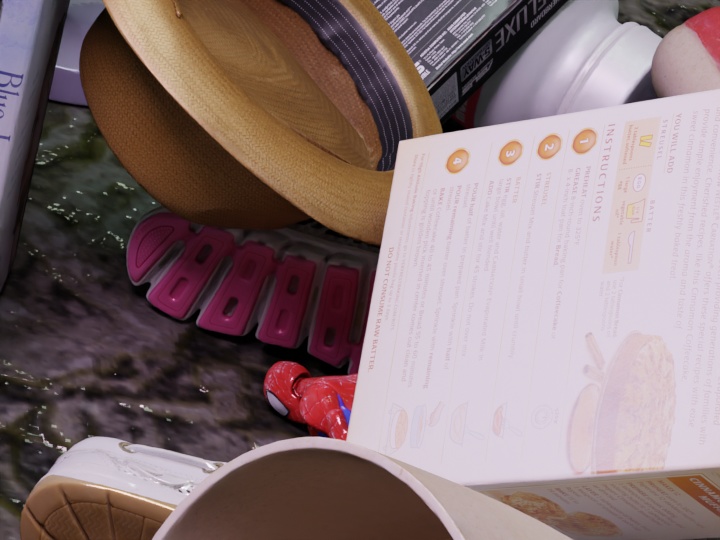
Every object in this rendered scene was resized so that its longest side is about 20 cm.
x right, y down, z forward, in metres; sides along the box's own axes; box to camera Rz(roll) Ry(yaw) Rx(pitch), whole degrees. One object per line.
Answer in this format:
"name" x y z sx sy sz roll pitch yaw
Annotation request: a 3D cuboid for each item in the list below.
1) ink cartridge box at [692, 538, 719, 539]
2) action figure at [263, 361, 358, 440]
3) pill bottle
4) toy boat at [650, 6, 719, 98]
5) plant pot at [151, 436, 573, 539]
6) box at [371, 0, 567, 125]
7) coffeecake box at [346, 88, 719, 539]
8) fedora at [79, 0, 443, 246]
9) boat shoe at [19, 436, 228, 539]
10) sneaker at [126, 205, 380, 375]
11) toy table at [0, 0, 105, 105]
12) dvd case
"ink cartridge box" 0.167 0.063 1.165 0.083 0.200 0.147 1 36 -34
"action figure" 0.032 0.092 1.181 0.200 0.052 0.065 36 27 32
"pill bottle" 0.065 -0.131 1.502 0.200 0.111 0.111 33 31 18
"toy boat" 0.234 -0.088 1.434 0.131 0.131 0.200 60 21 6
"plant pot" 0.045 0.162 0.971 0.200 0.187 0.187 14 28 -44
"box" 0.028 -0.174 1.436 0.158 0.050 0.200 39 73 20
"coffeecake box" 0.102 0.020 1.079 0.073 0.200 0.154 35 58 -45
"fedora" -0.054 -0.075 1.204 0.201 0.082 0.201 34 34 -27
"boat shoe" -0.026 0.108 1.090 0.200 0.071 0.069 22 31 1
"sneaker" 0.000 0.000 1.280 0.200 0.074 0.087 18 36 2
"toy table" -0.176 -0.179 1.411 0.200 0.117 0.184 22 29 1
"dvd case" -0.138 -0.074 1.159 0.018 0.200 0.143 13 19 -2
